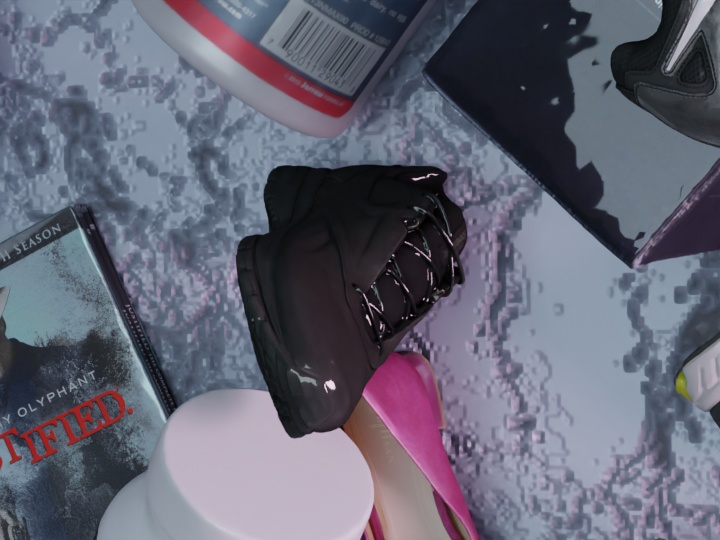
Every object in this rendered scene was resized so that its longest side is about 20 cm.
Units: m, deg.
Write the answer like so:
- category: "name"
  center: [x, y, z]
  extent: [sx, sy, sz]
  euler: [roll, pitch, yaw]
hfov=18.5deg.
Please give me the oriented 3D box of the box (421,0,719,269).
- category: "box"
  center: [0.153, -0.113, 0.875]
  extent: [0.117, 0.197, 0.200]
  euler: [43, 105, 13]

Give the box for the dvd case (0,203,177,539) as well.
- category: "dvd case"
  center: [-0.155, 0.087, 1.085]
  extent: [0.146, 0.022, 0.200]
  euler: [-26, 83, 19]

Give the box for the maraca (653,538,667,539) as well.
- category: "maraca"
  center: [0.121, 0.206, 0.951]
  extent: [0.137, 0.107, 0.200]
  euler: [40, 97, -4]

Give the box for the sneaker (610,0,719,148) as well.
- category: "sneaker"
  center: [0.135, -0.134, 0.741]
  extent: [0.090, 0.066, 0.200]
  euler: [19, 100, 17]

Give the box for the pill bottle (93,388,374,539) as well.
- category: "pill bottle"
  center: [-0.070, 0.155, 0.975]
  extent: [0.116, 0.116, 0.200]
  euler: [34, 126, 15]

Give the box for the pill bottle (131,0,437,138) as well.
- category: "pill bottle"
  center: [0.000, -0.170, 0.968]
  extent: [0.120, 0.120, 0.200]
  euler: [40, 104, 13]

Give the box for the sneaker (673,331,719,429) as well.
- category: "sneaker"
  center: [0.231, 0.018, 0.928]
  extent: [0.200, 0.074, 0.085]
  euler: [-37, 86, 26]

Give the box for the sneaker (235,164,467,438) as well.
- category: "sneaker"
  center: [0.000, 0.000, 0.943]
  extent: [0.091, 0.200, 0.076]
  euler: [-11, 118, 10]

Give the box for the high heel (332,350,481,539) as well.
- category: "high heel"
  center: [0.028, 0.131, 0.983]
  extent: [0.067, 0.096, 0.200]
  euler: [-10, 89, 19]
